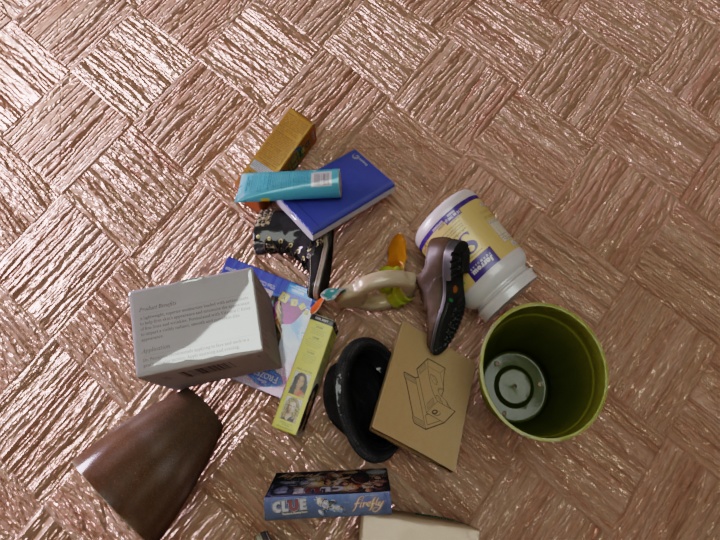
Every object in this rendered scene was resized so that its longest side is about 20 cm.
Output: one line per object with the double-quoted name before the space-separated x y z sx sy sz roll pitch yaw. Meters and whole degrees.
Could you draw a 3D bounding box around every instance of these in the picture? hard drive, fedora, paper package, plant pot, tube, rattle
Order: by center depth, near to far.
"paper package" 0.081 0.486 0.933 0.193 0.104 0.197 8 73 4
"plant pot" -0.325 0.298 0.968 0.185 0.188 0.200 38 64 12
"plant pot" 0.274 0.179 0.980 0.193 0.194 0.208 0 72 0
"fedora" -0.002 0.220 1.010 0.090 0.197 0.208 -15 66 40
"rattle" 0.000 0.000 1.064 0.193 0.130 0.148 -3 81 -11
"tube" -0.132 -0.157 1.094 0.192 0.051 0.079 -1 43 4
"hard drive" -0.049 -0.149 1.131 0.197 0.026 0.132 -32 57 -23

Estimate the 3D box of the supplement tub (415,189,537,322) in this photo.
"supplement tub" 0.207 -0.026 1.069 0.144 0.146 0.202 -36 75 -10

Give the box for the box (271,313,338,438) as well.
"box" -0.095 0.185 1.045 0.049 0.076 0.206 16 74 8

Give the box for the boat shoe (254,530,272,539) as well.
"boat shoe" -0.101 0.503 0.950 0.064 0.072 0.202 -30 72 -21

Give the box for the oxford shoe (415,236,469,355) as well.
"oxford shoe" 0.134 0.042 1.019 0.083 0.071 0.207 17 106 40

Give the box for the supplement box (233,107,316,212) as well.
"supplement box" -0.165 -0.217 1.174 0.067 0.067 0.203 29 76 9

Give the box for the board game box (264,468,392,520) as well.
"board game box" -0.049 0.357 0.956 0.192 0.136 0.036 -3 87 -1

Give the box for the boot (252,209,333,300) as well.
"boot" -0.126 -0.038 1.103 0.145 0.074 0.206 2 59 2

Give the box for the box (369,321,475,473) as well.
"box" 0.111 0.210 1.006 0.160 0.021 0.204 29 54 -11

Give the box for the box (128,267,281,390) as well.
"box" -0.241 0.101 0.962 0.192 0.201 0.135 -11 74 -2

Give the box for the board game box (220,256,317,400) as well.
"board game box" -0.193 0.104 1.086 0.194 0.041 0.205 19 74 6
